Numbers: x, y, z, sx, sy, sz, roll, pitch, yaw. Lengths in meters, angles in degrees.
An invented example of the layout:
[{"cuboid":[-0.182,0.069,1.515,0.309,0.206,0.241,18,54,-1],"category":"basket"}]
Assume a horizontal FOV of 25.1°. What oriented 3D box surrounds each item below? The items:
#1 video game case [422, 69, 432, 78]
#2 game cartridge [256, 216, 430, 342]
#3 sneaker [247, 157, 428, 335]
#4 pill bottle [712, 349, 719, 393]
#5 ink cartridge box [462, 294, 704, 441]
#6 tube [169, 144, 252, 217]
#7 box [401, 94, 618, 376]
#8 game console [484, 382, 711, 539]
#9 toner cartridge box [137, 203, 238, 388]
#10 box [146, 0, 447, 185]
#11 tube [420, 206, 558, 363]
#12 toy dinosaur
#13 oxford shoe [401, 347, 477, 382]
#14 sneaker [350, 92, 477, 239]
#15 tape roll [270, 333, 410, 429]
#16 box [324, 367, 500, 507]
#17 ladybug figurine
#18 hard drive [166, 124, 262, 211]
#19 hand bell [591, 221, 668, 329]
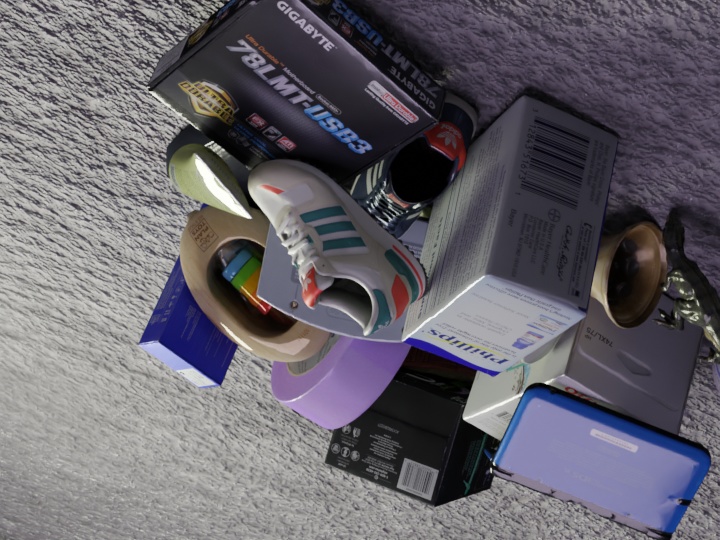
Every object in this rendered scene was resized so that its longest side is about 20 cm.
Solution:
[{"cuboid":[-0.058,-0.166,1.514,0.181,0.023,0.200,30,139,-14],"category":"video game case"},{"cuboid":[0.000,0.000,1.631,0.198,0.134,0.040,13,-175,6],"category":"game cartridge"},{"cuboid":[-0.036,-0.020,1.480,0.199,0.093,0.070,40,140,6],"category":"sneaker"},{"cuboid":[0.400,0.055,1.523,0.111,0.113,0.200,16,153,11],"category":"pill bottle"},{"cuboid":[0.234,0.106,1.700,0.146,0.147,0.200,31,151,-17],"category":"ink cartridge box"},{"cuboid":[-0.143,-0.088,1.530,0.058,0.052,0.200,6,-174,-14],"category":"tube"},{"cuboid":[0.136,-0.026,1.488,0.104,0.185,0.200,21,155,-14],"category":"box"},{"cuboid":[0.240,0.189,1.665,0.199,0.119,0.172,21,121,0],"category":"game console"},{"cuboid":[-0.161,0.019,1.777,0.043,0.201,0.095,-10,139,47],"category":"toner cartridge box"},{"cuboid":[-0.058,-0.164,1.463,0.200,0.050,0.198,38,137,-24],"category":"box"},{"cuboid":[0.121,0.010,1.644,0.052,0.058,0.200,0,-142,-49],"category":"tube"},{"cuboid":[0.318,0.045,1.500,0.201,0.047,0.088,61,161,23],"category":"toy dinosaur"},{"cuboid":[0.082,0.097,1.886,0.199,0.071,0.075,16,158,14],"category":"oxford shoe"},{"cuboid":[0.037,-0.077,1.520,0.075,0.085,0.200,27,132,-7],"category":"sneaker"},{"cuboid":[-0.015,0.069,1.760,0.065,0.201,0.200,33,151,-21],"category":"tape roll"},{"cuboid":[0.074,0.184,1.880,0.148,0.125,0.200,19,-173,22],"category":"box"},{"cuboid":[-0.106,0.007,1.717,0.136,0.072,0.200,-43,89,20],"category":"ladybug figurine"},{"cuboid":[-0.115,-0.111,1.679,0.134,0.043,0.200,34,151,-22],"category":"hard drive"},{"cuboid":[0.195,-0.014,1.609,0.199,0.105,0.104,15,156,43],"category":"hand bell"}]
